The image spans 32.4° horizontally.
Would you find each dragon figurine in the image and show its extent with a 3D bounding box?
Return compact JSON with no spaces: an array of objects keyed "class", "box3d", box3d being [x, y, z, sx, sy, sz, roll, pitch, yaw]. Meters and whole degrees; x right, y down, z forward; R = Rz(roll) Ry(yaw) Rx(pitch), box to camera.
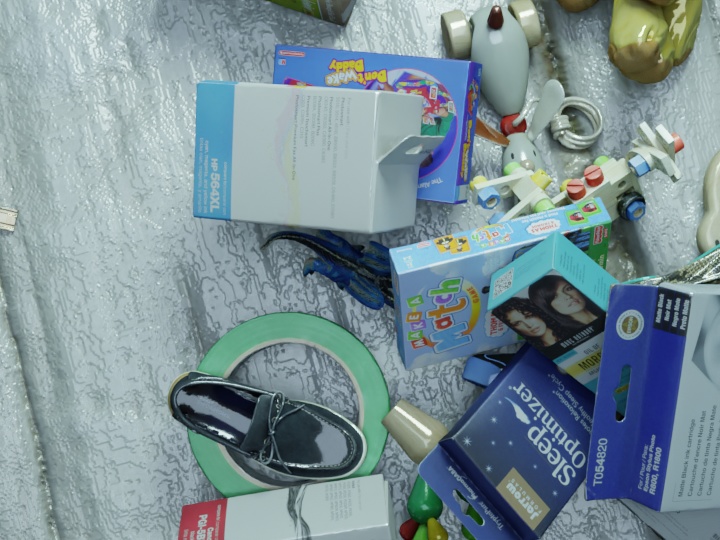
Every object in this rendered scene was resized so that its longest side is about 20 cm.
[{"class":"dragon figurine","box3d":[0.000,0.000,1.188,0.099,0.200,0.059,23,84,41]}]

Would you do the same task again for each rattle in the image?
[{"class":"rattle","box3d":[0.386,-0.047,1.181,0.130,0.143,0.200,40,82,-15]}]

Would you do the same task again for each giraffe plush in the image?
[{"class":"giraffe plush","box3d":[0.247,-0.297,1.202,0.162,0.172,0.200,23,98,24]}]

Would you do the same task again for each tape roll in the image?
[{"class":"tape roll","box3d":[-0.070,0.141,1.225,0.200,0.048,0.201,0,87,2]}]

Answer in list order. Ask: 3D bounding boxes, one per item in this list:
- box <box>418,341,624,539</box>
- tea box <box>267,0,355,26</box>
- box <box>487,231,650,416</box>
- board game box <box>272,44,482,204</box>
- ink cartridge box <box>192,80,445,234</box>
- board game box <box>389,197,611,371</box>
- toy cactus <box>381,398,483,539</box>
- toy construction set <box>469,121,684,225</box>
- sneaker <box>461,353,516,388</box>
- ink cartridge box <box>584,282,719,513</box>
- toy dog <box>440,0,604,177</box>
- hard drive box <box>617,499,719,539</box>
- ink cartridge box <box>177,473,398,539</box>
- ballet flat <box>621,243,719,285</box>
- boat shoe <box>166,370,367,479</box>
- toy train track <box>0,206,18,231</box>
[{"class":"box","box3d":[0.152,0.153,1.115,0.121,0.032,0.200,49,60,-6]},{"class":"tea box","box3d":[-0.074,-0.375,1.216,0.196,0.134,0.200,20,88,4]},{"class":"box","box3d":[0.213,0.056,1.107,0.200,0.049,0.082,37,130,-21]},{"class":"board game box","box3d":[0.010,-0.143,1.202,0.200,0.045,0.135,9,98,20]},{"class":"ink cartridge box","box3d":[-0.034,-0.104,1.129,0.200,0.129,0.126,7,99,21]},{"class":"board game box","box3d":[0.130,0.016,1.161,0.200,0.151,0.037,-13,51,-5]},{"class":"toy cactus","box3d":[0.094,0.185,1.185,0.165,0.102,0.200,42,96,5]},{"class":"toy construction set","box3d":[0.213,-0.078,1.185,0.200,0.131,0.092,-23,48,10]},{"class":"sneaker","box3d":[0.201,0.094,1.213,0.200,0.070,0.078,11,84,-4]},{"class":"ink cartridge box","box3d":[0.300,0.110,1.077,0.200,0.041,0.200,1,101,-21]},{"class":"toy dog","box3d":[0.148,-0.183,1.214,0.132,0.096,0.200,-34,86,0]},{"class":"hard drive box","box3d":[0.338,0.168,1.170,0.156,0.077,0.200,42,89,-20]},{"class":"ink cartridge box","box3d":[-0.061,0.287,1.172,0.200,0.083,0.147,-10,114,2]},{"class":"ballet flat","box3d":[0.298,0.030,1.157,0.200,0.068,0.075,-22,54,4]},{"class":"boat shoe","box3d":[-0.090,0.148,1.172,0.200,0.062,0.075,20,85,1]},{"class":"toy train track","box3d":[-0.417,-0.022,1.255,0.114,0.033,0.200,12,88,3]}]
